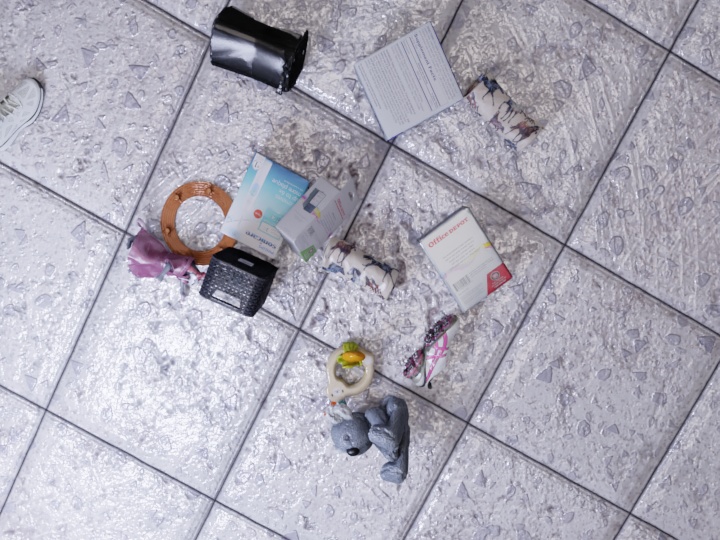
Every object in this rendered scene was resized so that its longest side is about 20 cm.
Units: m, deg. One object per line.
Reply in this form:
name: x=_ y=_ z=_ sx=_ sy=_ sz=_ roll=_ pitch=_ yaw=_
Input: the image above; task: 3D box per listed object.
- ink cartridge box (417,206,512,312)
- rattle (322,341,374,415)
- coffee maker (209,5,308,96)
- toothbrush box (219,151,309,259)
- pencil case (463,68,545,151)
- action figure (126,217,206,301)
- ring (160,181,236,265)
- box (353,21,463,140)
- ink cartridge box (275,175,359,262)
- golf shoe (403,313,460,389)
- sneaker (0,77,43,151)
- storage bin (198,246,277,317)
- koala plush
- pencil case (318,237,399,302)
ink cartridge box: x=0.247 y=-0.031 z=1.479 sx=0.144 sy=0.083 sz=0.203 roll=-34 pitch=96 yaw=5
rattle: x=-0.035 y=0.286 z=1.500 sx=0.128 sy=0.143 sz=0.204 roll=28 pitch=91 yaw=-22
coffee maker: x=-0.231 y=-0.491 z=1.369 sx=0.195 sy=0.193 sz=0.138 roll=19 pitch=114 yaw=0
toothbrush box: x=-0.225 y=-0.155 z=1.459 sx=0.144 sy=0.085 sz=0.204 roll=27 pitch=98 yaw=-12
pencil case: x=0.333 y=-0.369 z=1.436 sx=0.199 sy=0.078 sz=0.090 roll=42 pitch=111 yaw=-4
action figure: x=-0.460 y=-0.018 z=1.493 sx=0.194 sy=0.134 sz=0.153 roll=12 pitch=71 yaw=0
ring: x=-0.393 y=-0.114 z=1.507 sx=0.194 sy=0.019 sz=0.207 roll=0 pitch=97 yaw=0
box: x=0.109 y=-0.427 z=1.417 sx=0.196 sy=0.105 sz=0.188 roll=-26 pitch=96 yaw=5
ink cartridge box: x=-0.095 y=-0.133 z=1.434 sx=0.067 sy=0.118 sz=0.201 roll=38 pitch=79 yaw=23
golf shoe: x=0.191 y=0.199 z=1.519 sx=0.091 sy=0.073 sz=0.202 roll=31 pitch=107 yaw=-9
sneaker: x=-0.821 y=-0.362 z=1.428 sx=0.075 sy=0.115 sz=0.202 roll=38 pitch=96 yaw=-4
storage bin: x=-0.278 y=0.021 z=1.431 sx=0.132 sy=0.200 sz=0.096 roll=24 pitch=97 yaw=-3
koala plush: x=0.016 y=0.397 z=1.510 sx=0.194 sy=0.186 sz=0.181 roll=-5 pitch=125 yaw=16
pencil case: x=0.000 y=0.000 z=1.481 sx=0.196 sy=0.078 sz=0.091 roll=28 pitch=126 yaw=-3
